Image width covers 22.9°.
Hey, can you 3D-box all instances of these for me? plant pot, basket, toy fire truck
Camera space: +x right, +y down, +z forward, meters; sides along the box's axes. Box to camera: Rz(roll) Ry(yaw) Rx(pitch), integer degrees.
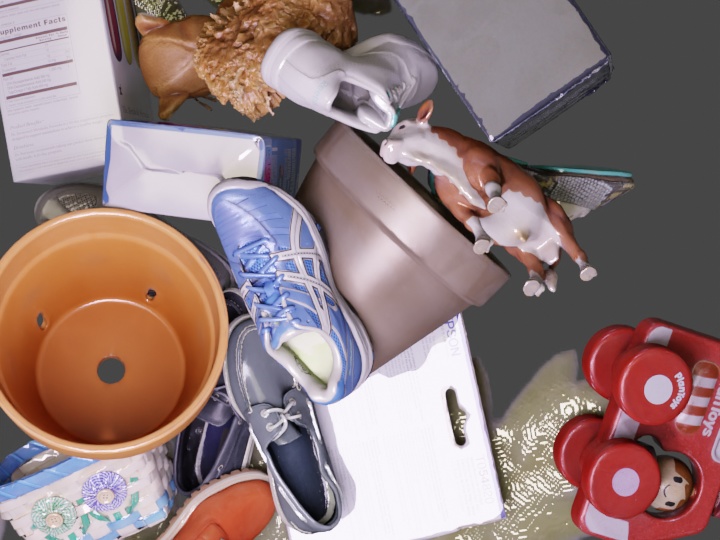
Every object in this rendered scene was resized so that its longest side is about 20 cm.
[{"bbox_3d":[-0.207,0.067,1.457,0.198,0.140,0.202,1,72,-4],"label":"plant pot"},{"bbox_3d":[-0.256,0.149,1.572,0.175,0.139,0.201,-28,97,7],"label":"basket"},{"bbox_3d":[0.000,0.000,1.497,0.200,0.200,0.174,42,95,4],"label":"plant pot"},{"bbox_3d":[0.268,0.144,1.526,0.166,0.112,0.202,17,95,-12],"label":"toy fire truck"}]

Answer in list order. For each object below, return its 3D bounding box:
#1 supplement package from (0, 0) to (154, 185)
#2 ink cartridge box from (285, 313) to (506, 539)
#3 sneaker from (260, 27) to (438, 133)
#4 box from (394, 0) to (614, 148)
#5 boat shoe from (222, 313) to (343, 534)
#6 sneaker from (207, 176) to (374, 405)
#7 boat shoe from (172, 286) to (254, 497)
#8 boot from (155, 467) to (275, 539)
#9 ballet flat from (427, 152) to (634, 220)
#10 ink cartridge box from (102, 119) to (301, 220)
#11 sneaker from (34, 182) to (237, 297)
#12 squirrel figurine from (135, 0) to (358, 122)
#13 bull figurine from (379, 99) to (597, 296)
[{"bbox_3d":[-0.258,-0.185,1.575,0.108,0.114,0.202,-10,90,9],"label":"supplement package"},{"bbox_3d":[0.016,0.145,1.584,0.198,0.041,0.202,-12,89,9],"label":"ink cartridge box"},{"bbox_3d":[0.010,-0.143,1.437,0.088,0.199,0.076,41,117,30],"label":"sneaker"},{"bbox_3d":[0.110,-0.217,1.483,0.123,0.197,0.201,-35,87,7],"label":"box"},{"bbox_3d":[-0.061,0.133,1.522,0.072,0.062,0.202,-21,100,-21],"label":"boat shoe"},{"bbox_3d":[-0.055,0.016,1.388,0.075,0.077,0.201,-30,100,21],"label":"sneaker"},{"bbox_3d":[-0.125,0.113,1.569,0.074,0.062,0.202,25,111,37],"label":"boat shoe"},{"bbox_3d":[-0.131,0.258,1.532,0.200,0.075,0.107,-41,43,-22],"label":"boot"},{"bbox_3d":[0.143,-0.067,1.520,0.198,0.072,0.073,8,93,-25],"label":"ballet flat"},{"bbox_3d":[-0.129,-0.085,1.517,0.135,0.200,0.077,7,93,8],"label":"ink cartridge box"},{"bbox_3d":[-0.203,-0.025,1.588,0.198,0.082,0.075,22,95,6],"label":"sneaker"},{"bbox_3d":[-0.098,-0.196,1.509,0.185,0.200,0.143,-11,97,-4],"label":"squirrel figurine"},{"bbox_3d":[0.105,-0.053,1.411,0.199,0.122,0.065,29,115,-33],"label":"bull figurine"}]
